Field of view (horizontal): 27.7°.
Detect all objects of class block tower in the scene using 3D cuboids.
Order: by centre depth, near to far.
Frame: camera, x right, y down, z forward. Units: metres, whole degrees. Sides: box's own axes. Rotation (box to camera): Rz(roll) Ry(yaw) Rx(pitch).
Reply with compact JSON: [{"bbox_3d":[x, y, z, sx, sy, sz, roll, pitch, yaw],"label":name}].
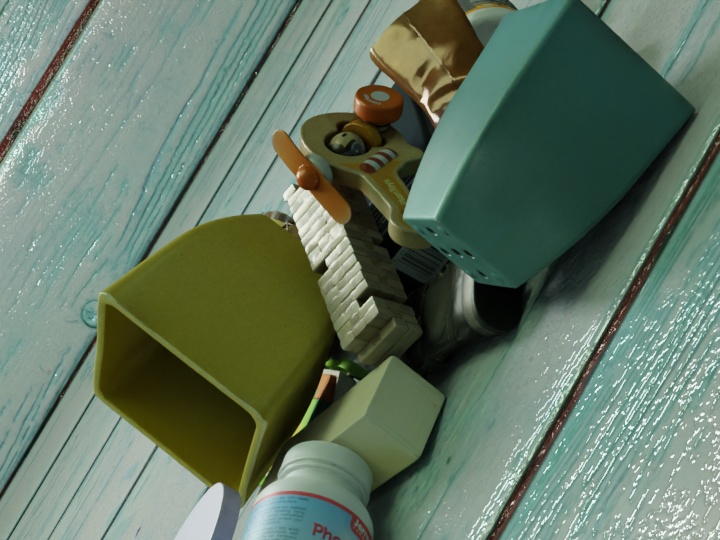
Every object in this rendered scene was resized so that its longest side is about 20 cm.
[{"bbox_3d":[-0.009,-0.009,1.333,0.058,0.054,0.201,-46,49,27],"label":"block tower"}]

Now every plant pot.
[{"bbox_3d":[0.136,-0.092,1.182,0.201,0.141,0.141,-54,14,-7],"label":"plant pot"},{"bbox_3d":[-0.118,0.065,1.403,0.200,0.194,0.196,-46,-14,-33],"label":"plant pot"}]

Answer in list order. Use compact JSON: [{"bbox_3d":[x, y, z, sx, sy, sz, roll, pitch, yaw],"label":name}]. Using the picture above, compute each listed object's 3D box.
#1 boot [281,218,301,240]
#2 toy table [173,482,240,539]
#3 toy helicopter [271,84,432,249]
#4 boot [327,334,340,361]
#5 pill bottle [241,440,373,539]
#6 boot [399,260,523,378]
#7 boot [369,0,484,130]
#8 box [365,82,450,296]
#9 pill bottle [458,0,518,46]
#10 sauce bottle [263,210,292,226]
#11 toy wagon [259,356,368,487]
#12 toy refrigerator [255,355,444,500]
[{"bbox_3d":[-0.063,-0.044,1.712,0.201,0.075,0.074,-63,7,-6],"label":"boot"},{"bbox_3d":[-0.123,0.308,1.300,0.201,0.117,0.184,-60,16,-6],"label":"toy table"},{"bbox_3d":[0.005,-0.083,1.298,0.200,0.131,0.080,53,143,43],"label":"toy helicopter"},{"bbox_3d":[0.000,0.000,1.563,0.165,0.073,0.201,-31,29,13],"label":"boot"},{"bbox_3d":[-0.050,0.244,1.208,0.109,0.108,0.201,-43,21,43],"label":"pill bottle"},{"bbox_3d":[0.082,0.007,1.320,0.174,0.069,0.202,-36,33,54],"label":"boot"},{"bbox_3d":[0.127,-0.201,1.379,0.188,0.068,0.201,-41,54,11],"label":"boot"},{"bbox_3d":[0.054,-0.073,1.447,0.149,0.106,0.201,-51,28,24],"label":"box"},{"bbox_3d":[0.129,-0.244,1.590,0.117,0.116,0.200,-54,16,14],"label":"pill bottle"},{"bbox_3d":[-0.144,0.005,2.065,0.065,0.064,0.201,-41,22,46],"label":"sauce bottle"},{"bbox_3d":[-0.048,0.161,1.495,0.156,0.039,0.200,-61,15,-10],"label":"toy wagon"},{"bbox_3d":[-0.010,0.165,1.321,0.200,0.070,0.076,-42,14,44],"label":"toy refrigerator"}]
